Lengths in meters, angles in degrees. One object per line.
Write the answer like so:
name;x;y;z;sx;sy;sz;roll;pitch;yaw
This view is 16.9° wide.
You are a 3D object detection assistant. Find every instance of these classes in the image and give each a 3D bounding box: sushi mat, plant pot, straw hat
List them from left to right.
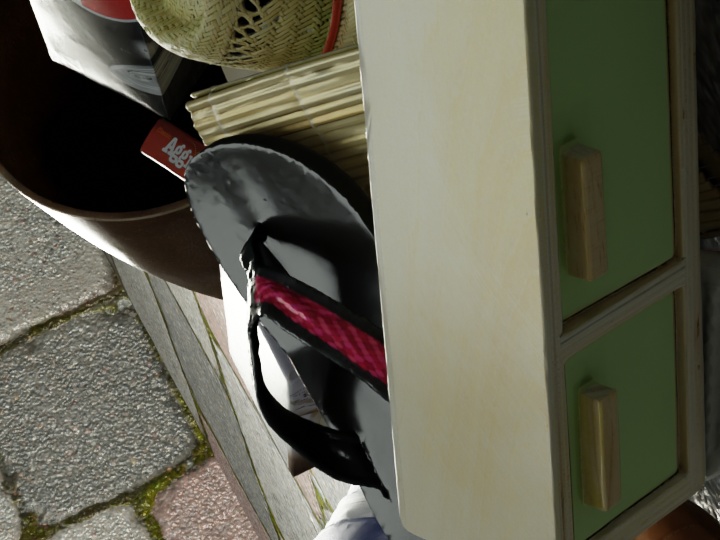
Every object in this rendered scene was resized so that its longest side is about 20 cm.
plant pot;-0.072;-0.064;1.224;0.187;0.187;0.200;59;-179;32
straw hat;-0.038;-0.115;0.866;0.201;0.085;0.202;180;90;-73
sushi mat;0.028;-0.037;0.790;0.200;0.012;0.096;-11;121;48

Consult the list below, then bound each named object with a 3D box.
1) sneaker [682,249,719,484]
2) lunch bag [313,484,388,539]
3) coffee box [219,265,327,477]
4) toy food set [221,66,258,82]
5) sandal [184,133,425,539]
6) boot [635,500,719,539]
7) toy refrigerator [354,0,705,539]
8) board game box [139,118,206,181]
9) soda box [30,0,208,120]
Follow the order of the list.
sneaker;0.100;0.035;0.812;0.200;0.104;0.076;-35;79;51
lunch bag;0.068;0.167;0.992;0.200;0.133;0.136;45;152;-21
coffee box;-0.002;0.022;1.189;0.080;0.114;0.200;61;172;15
toy food set;-0.049;-0.181;1.079;0.144;0.060;0.201;94;157;-55
sandal;-0.003;0.040;0.812;0.200;0.045;0.075;59;140;9
boot;0.136;0.134;0.843;0.200;0.073;0.155;83;164;-56
toy refrigerator;0.053;-0.017;0.691;0.070;0.076;0.201;18;124;39
board game box;0.000;0.000;0.957;0.103;0.019;0.200;35;178;-42
soda box;-0.097;-0.145;0.936;0.063;0.071;0.200;26;159;18
